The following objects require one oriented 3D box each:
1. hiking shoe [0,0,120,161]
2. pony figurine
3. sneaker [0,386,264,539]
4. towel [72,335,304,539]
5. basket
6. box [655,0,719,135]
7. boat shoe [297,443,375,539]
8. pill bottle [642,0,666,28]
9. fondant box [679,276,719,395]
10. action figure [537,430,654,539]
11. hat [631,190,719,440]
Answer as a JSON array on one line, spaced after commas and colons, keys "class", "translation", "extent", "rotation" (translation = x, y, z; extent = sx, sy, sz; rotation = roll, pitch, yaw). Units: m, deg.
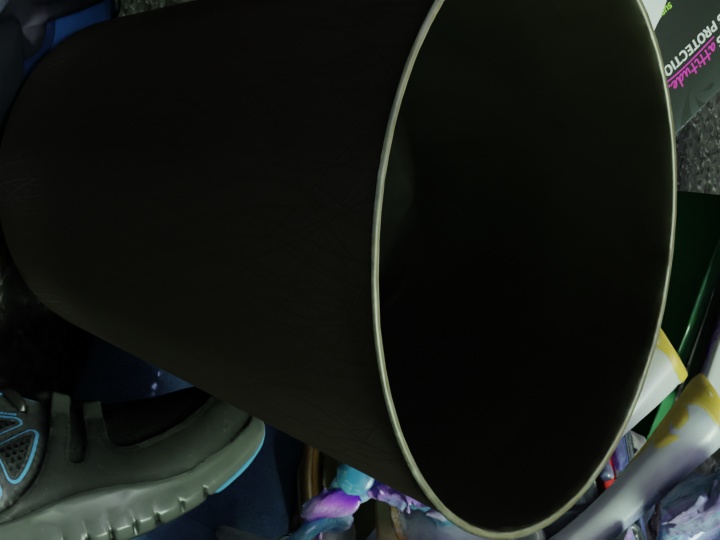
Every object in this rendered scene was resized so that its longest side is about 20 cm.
[{"class": "hiking shoe", "translation": [-0.121, -0.121, 0.760], "extent": [0.087, 0.074, 0.202], "rotation": [39, 66, -48]}, {"class": "pony figurine", "translation": [0.048, 0.115, 0.709], "extent": [0.167, 0.199, 0.194], "rotation": [56, 3, -47]}, {"class": "sneaker", "translation": [-0.124, 0.061, 0.688], "extent": [0.198, 0.073, 0.083], "rotation": [-16, 86, -29]}, {"class": "towel", "translation": [-0.078, 0.098, 0.788], "extent": [0.111, 0.048, 0.202], "rotation": [38, 58, -40]}, {"class": "basket", "translation": [-0.017, -0.024, 0.682], "extent": [0.135, 0.199, 0.182], "rotation": [-4, 100, -44]}, {"class": "box", "translation": [0.087, -0.177, 0.921], "extent": [0.124, 0.148, 0.201], "rotation": [-43, 119, -15]}, {"class": "boat shoe", "translation": [0.016, 0.142, 0.810], "extent": [0.074, 0.075, 0.202], "rotation": [-7, 79, -62]}, {"class": "pill bottle", "translation": [0.014, -0.137, 0.745], "extent": [0.199, 0.115, 0.117], "rotation": [23, 67, -36]}, {"class": "fondant box", "translation": [0.208, -0.020, 0.982], "extent": [0.144, 0.058, 0.202], "rotation": [41, 66, -83]}, {"class": "action figure", "translation": [0.074, 0.135, 0.865], "extent": [0.201, 0.103, 0.195], "rotation": [-91, 176, -62]}, {"class": "hat", "translation": [0.082, -0.005, 1.015], "extent": [0.201, 0.174, 0.167], "rotation": [95, 16, -59]}]
